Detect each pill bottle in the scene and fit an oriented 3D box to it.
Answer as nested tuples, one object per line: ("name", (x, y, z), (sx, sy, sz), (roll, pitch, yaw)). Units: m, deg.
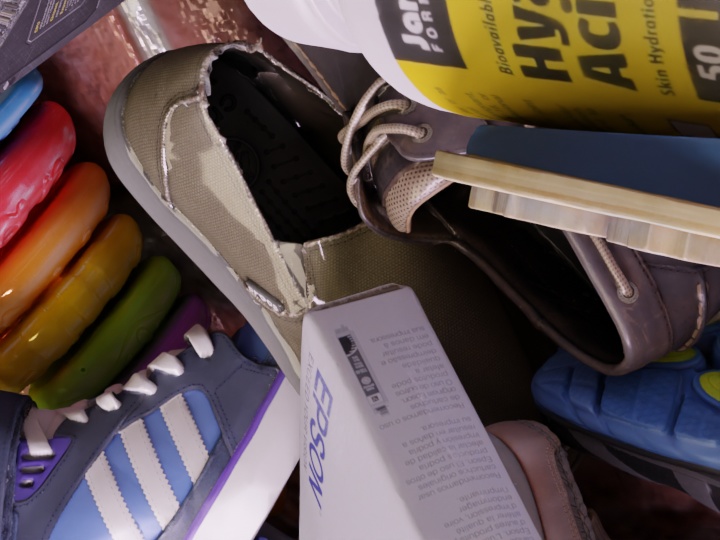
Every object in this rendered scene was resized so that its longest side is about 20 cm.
("pill bottle", (0.062, -0.092, 0.682), (0.199, 0.111, 0.112), (11, 129, 40))

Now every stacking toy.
("stacking toy", (-0.101, 0.024, 0.974), (0.200, 0.110, 0.116), (43, 160, -10))

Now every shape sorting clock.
("shape sorting clock", (0.115, -0.004, 0.658), (0.199, 0.200, 0.039), (10, 89, 40))

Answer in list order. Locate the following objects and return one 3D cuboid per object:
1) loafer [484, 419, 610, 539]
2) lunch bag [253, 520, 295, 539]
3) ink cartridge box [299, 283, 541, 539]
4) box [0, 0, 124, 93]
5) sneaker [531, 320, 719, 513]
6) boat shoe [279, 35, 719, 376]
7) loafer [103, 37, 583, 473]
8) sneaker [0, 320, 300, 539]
("loafer", (0.071, 0.135, 0.844), (0.072, 0.063, 0.201), (30, 134, 58))
("lunch bag", (-0.037, 0.164, 1.002), (0.200, 0.076, 0.160), (32, 148, -9))
("ink cartridge box", (0.032, 0.141, 0.786), (0.200, 0.040, 0.200), (92, 156, -48))
("box", (-0.119, -0.123, 0.798), (0.048, 0.158, 0.200), (41, 144, 11))
("sneaker", (0.136, 0.074, 0.786), (0.199, 0.071, 0.083), (23, 130, 26))
("boat shoe", (0.032, -0.046, 0.783), (0.200, 0.073, 0.075), (39, 142, 13))
("loafer", (0.000, 0.000, 0.839), (0.200, 0.075, 0.070), (41, 153, -6))
("sneaker", (-0.099, 0.054, 0.896), (0.146, 0.201, 0.081), (30, 177, 1))
